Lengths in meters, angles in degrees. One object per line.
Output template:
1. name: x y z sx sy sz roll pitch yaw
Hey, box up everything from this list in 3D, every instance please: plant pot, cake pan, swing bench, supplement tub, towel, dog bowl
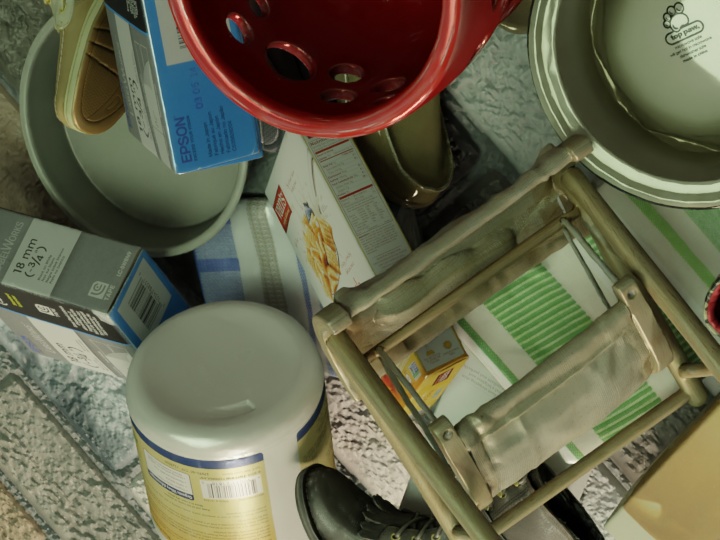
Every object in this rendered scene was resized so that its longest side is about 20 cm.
1. plant pot: 0.007 -0.198 1.440 0.200 0.182 0.201 11 114 24
2. cake pan: -0.160 -0.109 1.753 0.200 0.037 0.201 11 114 26
3. swing bench: 0.101 0.053 1.495 0.200 0.199 0.130 56 172 0
4. supplement tub: -0.092 0.136 1.763 0.144 0.144 0.200 19 141 22
5. towel: -0.036 0.015 1.763 0.200 0.024 0.147 3 115 30
6. towel: 0.174 0.019 1.581 0.200 0.023 0.153 -41 90 8
7. dog bowl: 0.210 -0.143 1.488 0.200 0.074 0.200 10 114 24

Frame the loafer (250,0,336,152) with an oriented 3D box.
1. loafer: -0.078 -0.183 1.667 0.072 0.063 0.200 -19 94 55

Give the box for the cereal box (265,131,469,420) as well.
1. cereal box: 0.000 0.000 1.637 0.200 0.039 0.144 62 163 13

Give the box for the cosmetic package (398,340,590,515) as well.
1. cosmetic package: 0.109 0.122 1.697 0.113 0.081 0.200 31 128 14

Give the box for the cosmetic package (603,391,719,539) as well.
1. cosmetic package: 0.258 0.115 1.588 0.071 0.105 0.200 41 127 6

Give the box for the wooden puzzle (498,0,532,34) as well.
1. wooden puzzle: 0.069 -0.275 1.507 0.185 0.037 0.200 30 121 14

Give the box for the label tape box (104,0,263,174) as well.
1. label tape box: -0.131 -0.157 1.581 0.200 0.063 0.144 -140 39 -67

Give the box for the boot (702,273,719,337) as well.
1. boot: 0.314 -0.014 1.449 0.203 0.154 0.074 -13 105 29

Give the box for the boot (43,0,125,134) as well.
1. boot: -0.221 -0.198 1.691 0.154 0.072 0.200 7 82 30

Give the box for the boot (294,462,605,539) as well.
1. boot: 0.070 0.174 1.662 0.200 0.069 0.174 43 128 -6

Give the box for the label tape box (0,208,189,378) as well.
1. label tape box: -0.237 0.015 1.805 0.200 0.063 0.144 15 159 24

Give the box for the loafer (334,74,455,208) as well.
1. loafer: 0.022 -0.136 1.614 0.067 0.076 0.200 -7 111 40
